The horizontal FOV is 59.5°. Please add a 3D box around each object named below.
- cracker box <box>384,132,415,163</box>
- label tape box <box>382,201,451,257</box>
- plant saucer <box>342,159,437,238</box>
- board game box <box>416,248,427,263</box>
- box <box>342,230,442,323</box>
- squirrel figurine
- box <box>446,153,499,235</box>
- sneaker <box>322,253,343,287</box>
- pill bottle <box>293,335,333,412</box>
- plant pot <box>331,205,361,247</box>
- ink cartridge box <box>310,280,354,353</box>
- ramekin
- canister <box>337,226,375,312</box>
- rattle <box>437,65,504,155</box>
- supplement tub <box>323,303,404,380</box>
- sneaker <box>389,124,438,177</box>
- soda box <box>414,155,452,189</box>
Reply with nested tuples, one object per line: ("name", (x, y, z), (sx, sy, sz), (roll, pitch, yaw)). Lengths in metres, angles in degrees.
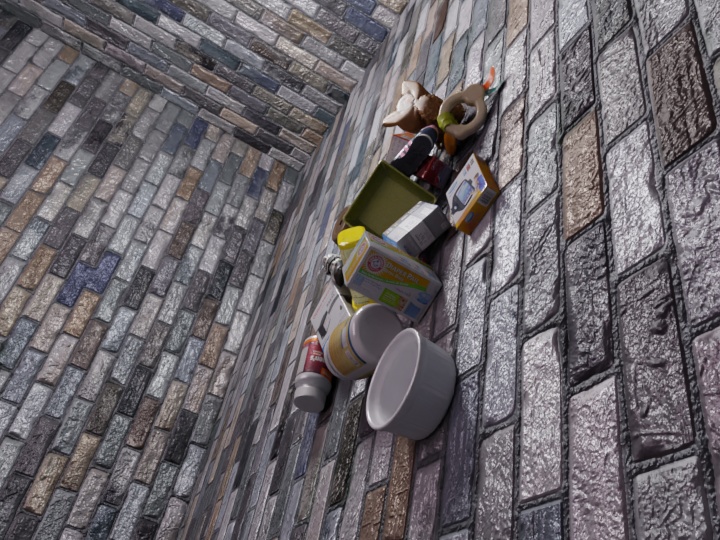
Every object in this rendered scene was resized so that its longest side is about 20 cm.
("cracker box", (0.111, -0.298, 1.856), (0.134, 0.057, 0.204), (-33, -36, -63))
("label tape box", (0.112, -0.080, 1.554), (0.199, 0.067, 0.143), (-39, 16, -3))
("plant saucer", (0.083, -0.162, 1.715), (0.202, 0.198, 0.048), (-55, -17, 6))
("board game box", (0.104, 0.008, 1.619), (0.199, 0.038, 0.161), (-35, 34, 60))
("box", (0.070, 0.014, 1.433), (0.114, 0.197, 0.102), (-58, 17, 16))
("squirrel figurine", (0.197, -0.417, 1.754), (0.198, 0.186, 0.144), (13, 75, 47))
("box", (0.250, -0.182, 1.436), (0.120, 0.041, 0.202), (-57, 20, 27))
("sneaker", (-0.076, -0.007, 1.833), (0.200, 0.087, 0.076), (-66, -2, -82))
("pill bottle", (-0.130, 0.298, 1.821), (0.110, 0.108, 0.203), (-48, 23, 44))
("plant pot", (0.013, -0.099, 1.834), (0.202, 0.172, 0.202), (-55, 20, 30))
("ink cartridge box", (-0.058, 0.145, 1.790), (0.147, 0.082, 0.201), (-60, 29, 18))
("ramekin", (0.099, 0.224, 1.215), (0.202, 0.096, 0.202), (-55, 18, 28))
("canister", (0.000, 0.000, 1.670), (0.149, 0.084, 0.204), (-95, -10, -71))
("rattle", (0.297, -0.408, 1.639), (0.129, 0.143, 0.201), (30, 78, 42))
("supplement tub", (0.004, 0.177, 1.504), (0.200, 0.142, 0.147), (-40, 29, 55))
("sneaker", (0.145, -0.314, 1.693), (0.199, 0.070, 0.082), (-36, 14, 52))
("soda box", (0.185, -0.278, 1.730), (0.064, 0.069, 0.200), (-61, 16, 7))
